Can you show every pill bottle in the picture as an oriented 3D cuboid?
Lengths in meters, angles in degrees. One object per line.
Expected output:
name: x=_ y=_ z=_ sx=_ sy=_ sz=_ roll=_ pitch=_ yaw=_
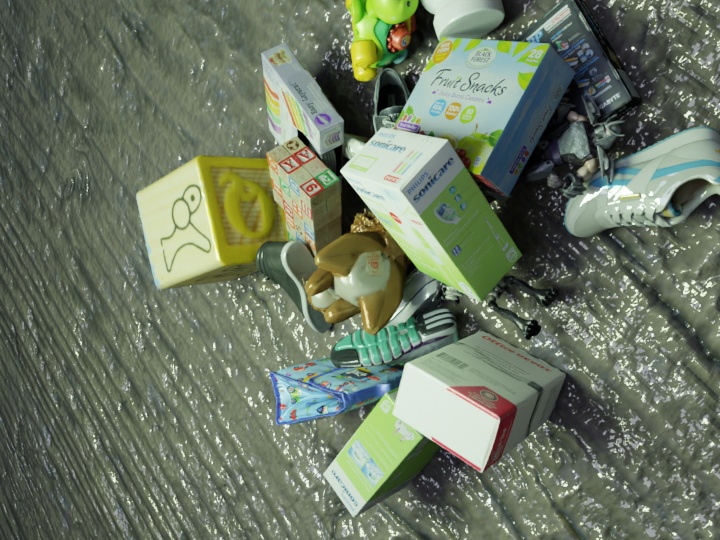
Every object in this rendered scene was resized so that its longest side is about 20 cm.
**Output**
pill bottle: x=0.125 y=-0.425 z=0.887 sx=0.116 sy=0.116 sz=0.202 roll=-18 pitch=84 yaw=39

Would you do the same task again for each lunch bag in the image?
lunch bag: x=-0.025 y=0.195 z=1.051 sx=0.199 sy=0.150 sz=0.095 roll=-8 pitch=91 yaw=46

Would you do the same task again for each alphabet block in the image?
alphabet block: x=-0.262 y=-0.086 z=1.197 sx=0.199 sy=0.196 sz=0.197 roll=-16 pitch=87 yaw=39

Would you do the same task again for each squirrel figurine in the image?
squirrel figurine: x=0.000 y=0.000 z=1.026 sx=0.142 sy=0.200 sz=0.187 roll=45 pitch=158 yaw=-6

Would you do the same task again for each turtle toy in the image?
turtle toy: x=0.031 y=-0.369 z=0.948 sx=0.100 sy=0.200 sz=0.147 roll=-6 pitch=92 yaw=1

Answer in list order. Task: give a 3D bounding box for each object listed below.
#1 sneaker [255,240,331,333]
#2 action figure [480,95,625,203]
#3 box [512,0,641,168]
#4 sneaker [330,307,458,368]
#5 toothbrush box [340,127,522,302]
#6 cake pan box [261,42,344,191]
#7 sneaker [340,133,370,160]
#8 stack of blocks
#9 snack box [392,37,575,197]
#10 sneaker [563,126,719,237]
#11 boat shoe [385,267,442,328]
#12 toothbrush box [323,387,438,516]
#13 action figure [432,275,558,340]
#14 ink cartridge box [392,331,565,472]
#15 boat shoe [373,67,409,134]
sneaker: x=-0.113 y=0.022 z=1.133 sx=0.099 sy=0.071 sz=0.201 roll=16 pitch=141 yaw=42
action figure: x=0.228 y=-0.140 z=0.802 sx=0.199 sy=0.069 sz=0.131 roll=-21 pitch=57 yaw=36
box: x=0.240 y=-0.231 z=0.863 sx=0.200 sy=0.046 sz=0.160 roll=-35 pitch=74 yaw=37
sneaker: x=0.057 y=0.128 z=0.985 sx=0.198 sy=0.075 sz=0.088 roll=-17 pitch=125 yaw=10
toothbrush box: x=0.089 y=-0.072 z=0.815 sx=0.086 sy=0.200 sz=0.145 roll=-46 pitch=33 yaw=-9
cake pan box: x=-0.091 y=-0.235 z=1.068 sx=0.201 sy=0.052 sz=0.185 roll=56 pitch=163 yaw=22
sneaker: x=0.023 y=-0.154 z=1.031 sx=0.199 sy=0.075 sz=0.088 roll=34 pitch=115 yaw=32
stack of blocks: x=-0.088 y=-0.105 z=1.069 sx=0.115 sy=0.058 sz=0.201 roll=46 pitch=158 yaw=25
snack box: x=0.142 y=-0.201 z=0.822 sx=0.200 sy=0.067 sz=0.170 roll=33 pitch=94 yaw=51
sneaker: x=0.333 y=-0.087 z=0.771 sx=0.199 sy=0.076 sz=0.081 roll=-32 pitch=46 yaw=38
boat shoe: x=0.054 y=0.065 z=1.037 sx=0.200 sy=0.072 sz=0.066 roll=-49 pitch=62 yaw=31
toothbrush box: x=0.057 y=0.265 z=0.999 sx=0.086 sy=0.145 sz=0.201 roll=47 pitch=122 yaw=25
action figure: x=0.169 y=0.010 z=0.909 sx=0.199 sy=0.102 sz=0.119 roll=30 pitch=79 yaw=30
ink cartridge box: x=0.163 y=0.166 z=0.877 sx=0.144 sy=0.199 sz=0.085 roll=27 pitch=115 yaw=33
boat shoe: x=0.053 y=-0.212 z=0.958 sx=0.071 sy=0.068 sz=0.202 roll=-5 pitch=61 yaw=5
